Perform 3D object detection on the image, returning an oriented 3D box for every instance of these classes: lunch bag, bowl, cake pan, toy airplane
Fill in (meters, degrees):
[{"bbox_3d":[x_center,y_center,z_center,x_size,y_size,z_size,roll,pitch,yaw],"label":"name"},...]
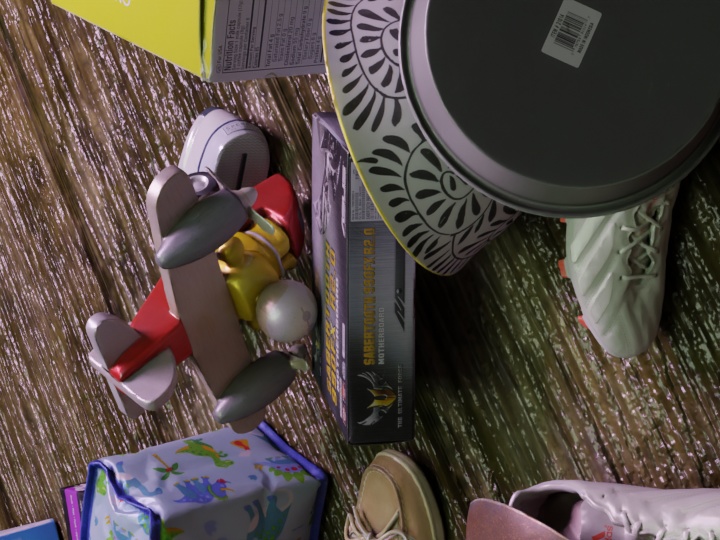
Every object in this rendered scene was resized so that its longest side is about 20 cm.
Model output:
[{"bbox_3d":[-0.129,0.241,1.344,0.127,0.169,0.201,37,125,43],"label":"lunch bag"},{"bbox_3d":[0.065,-0.106,1.046,0.094,0.201,0.202,-19,84,22],"label":"bowl"},{"bbox_3d":[0.120,-0.131,0.952,0.037,0.199,0.201,54,-158,-87],"label":"cake pan"},{"bbox_3d":[-0.101,0.026,1.213,0.140,0.200,0.200,13,94,24],"label":"toy airplane"}]

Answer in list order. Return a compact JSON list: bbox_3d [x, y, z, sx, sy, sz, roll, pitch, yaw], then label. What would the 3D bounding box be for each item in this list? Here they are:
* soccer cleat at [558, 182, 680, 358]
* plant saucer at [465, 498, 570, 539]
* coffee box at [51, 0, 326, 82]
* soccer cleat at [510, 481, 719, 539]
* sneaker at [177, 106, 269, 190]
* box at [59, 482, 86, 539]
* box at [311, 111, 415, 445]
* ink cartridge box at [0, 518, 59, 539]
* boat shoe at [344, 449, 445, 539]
[{"bbox_3d":[0.162,-0.047,1.010,0.077,0.069,0.201,-1,95,47],"label":"soccer cleat"},{"bbox_3d":[0.136,0.217,1.034,0.200,0.035,0.200,39,164,13],"label":"plant saucer"},{"bbox_3d":[-0.074,-0.254,1.134,0.199,0.197,0.201,29,120,43],"label":"coffee box"},{"bbox_3d":[0.175,0.161,1.014,0.199,0.077,0.070,-1,79,51],"label":"soccer cleat"},{"bbox_3d":[-0.120,-0.035,1.355,0.071,0.073,0.201,49,127,50],"label":"sneaker"},{"bbox_3d":[-0.201,0.274,1.543,0.199,0.036,0.144,1,101,51],"label":"box"},{"bbox_3d":[0.000,0.000,1.170,0.158,0.048,0.201,-126,35,-72],"label":"box"},{"bbox_3d":[-0.349,0.364,1.702,0.144,0.084,0.201,-21,84,50],"label":"ink cartridge box"},{"bbox_3d":[0.016,0.233,1.251,0.073,0.063,0.202,20,114,46],"label":"boat shoe"}]
